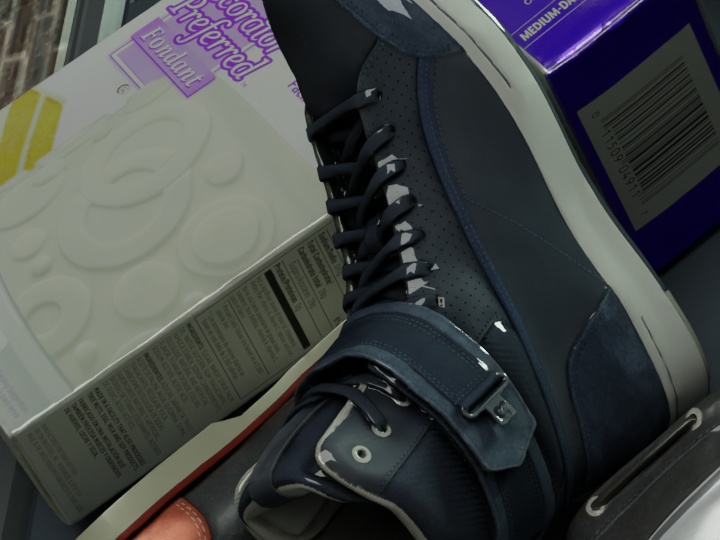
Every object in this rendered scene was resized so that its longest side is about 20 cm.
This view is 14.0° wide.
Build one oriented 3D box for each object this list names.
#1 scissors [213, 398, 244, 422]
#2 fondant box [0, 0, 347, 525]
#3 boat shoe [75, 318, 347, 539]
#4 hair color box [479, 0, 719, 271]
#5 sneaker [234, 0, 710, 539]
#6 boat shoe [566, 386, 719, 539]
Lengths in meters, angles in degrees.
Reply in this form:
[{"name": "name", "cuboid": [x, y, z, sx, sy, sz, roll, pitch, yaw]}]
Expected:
[{"name": "scissors", "cuboid": [-0.074, 0.025, 1.051, 0.073, 0.014, 0.200, -23, 46, 5]}, {"name": "fondant box", "cuboid": [-0.062, -0.023, 1.036, 0.200, 0.058, 0.144, -35, 46, -9]}, {"name": "boat shoe", "cuboid": [-0.007, 0.058, 0.949, 0.200, 0.071, 0.063, -39, 81, -26]}, {"name": "hair color box", "cuboid": [0.051, -0.097, 1.018, 0.065, 0.109, 0.200, -38, 45, -8]}, {"name": "sneaker", "cuboid": [0.001, 0.000, 0.890, 0.146, 0.203, 0.077, -37, 1, -30]}, {"name": "boat shoe", "cuboid": [0.144, 0.035, 0.890, 0.200, 0.070, 0.066, -45, 47, -2]}]
